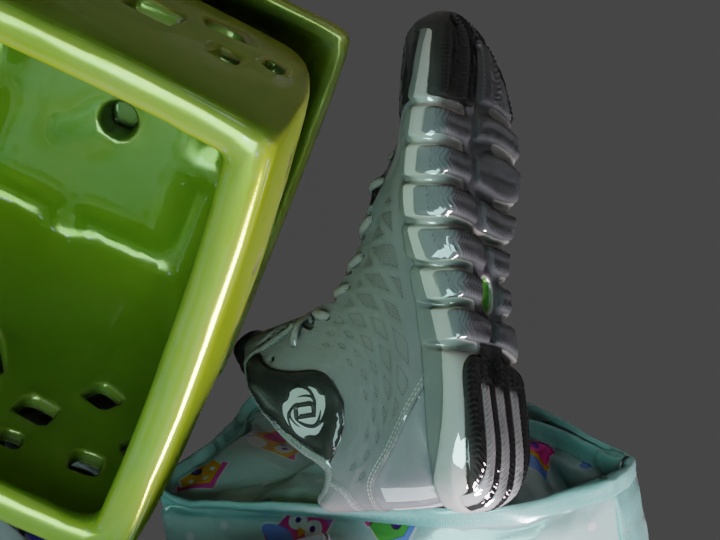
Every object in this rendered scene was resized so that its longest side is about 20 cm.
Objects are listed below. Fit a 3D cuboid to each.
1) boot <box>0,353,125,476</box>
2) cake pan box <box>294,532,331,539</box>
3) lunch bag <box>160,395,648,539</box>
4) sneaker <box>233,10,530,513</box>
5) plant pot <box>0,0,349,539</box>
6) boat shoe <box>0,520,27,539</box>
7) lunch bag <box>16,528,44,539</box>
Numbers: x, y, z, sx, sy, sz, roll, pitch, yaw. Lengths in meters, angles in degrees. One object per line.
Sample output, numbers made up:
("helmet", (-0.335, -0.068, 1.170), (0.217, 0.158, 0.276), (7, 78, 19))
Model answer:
("boot", (-0.178, 0.043, 1.236), (0.199, 0.131, 0.068), (14, 115, 11))
("cake pan box", (-0.072, 0.214, 1.160), (0.183, 0.052, 0.201), (-15, 118, 6))
("lunch bag", (0.033, 0.146, 1.220), (0.199, 0.122, 0.171), (1, 111, 23))
("sneaker", (0.000, 0.000, 1.156), (0.115, 0.075, 0.201), (-11, 70, 27))
("plant pot", (-0.123, -0.038, 1.157), (0.199, 0.182, 0.200), (25, 117, 6))
("boat shoe", (-0.158, 0.147, 1.182), (0.200, 0.070, 0.071), (44, 139, -22))
("lunch bag", (-0.217, 0.156, 1.275), (0.124, 0.170, 0.200), (-37, 100, 24))
